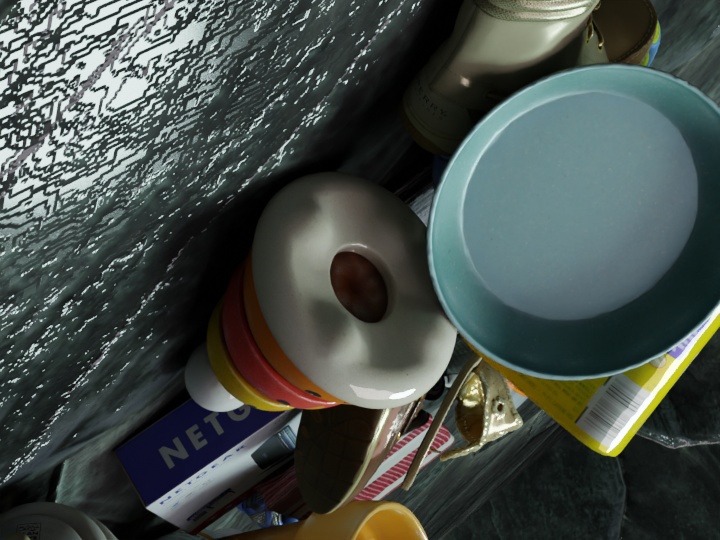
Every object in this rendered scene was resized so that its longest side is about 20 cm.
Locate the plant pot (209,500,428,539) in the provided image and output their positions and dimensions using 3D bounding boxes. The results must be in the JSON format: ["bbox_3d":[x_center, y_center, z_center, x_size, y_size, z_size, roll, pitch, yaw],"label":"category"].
[{"bbox_3d":[-0.056,0.286,1.117,0.181,0.203,0.200,-4,-177,27],"label":"plant pot"}]

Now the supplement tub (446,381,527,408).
[{"bbox_3d":[0.160,0.039,1.338,0.200,0.123,0.122,-46,164,12],"label":"supplement tub"}]

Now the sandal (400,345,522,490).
[{"bbox_3d":[0.107,0.102,1.144,0.213,0.069,0.078,-61,176,-33],"label":"sandal"}]

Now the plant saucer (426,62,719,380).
[{"bbox_3d":[0.134,-0.031,0.824,0.200,0.199,0.036,-46,-157,15],"label":"plant saucer"}]

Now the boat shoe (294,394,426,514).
[{"bbox_3d":[0.014,0.089,0.952,0.067,0.072,0.202,-3,131,-38],"label":"boat shoe"}]

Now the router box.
[{"bbox_3d":[-0.075,0.117,1.057,0.199,0.049,0.180,-34,164,-5],"label":"router box"}]

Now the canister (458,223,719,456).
[{"bbox_3d":[0.174,0.001,0.913,0.201,0.148,0.086,-54,164,12],"label":"canister"}]

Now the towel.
[{"bbox_3d":[0.003,0.164,1.182,0.143,0.023,0.200,-37,158,4],"label":"towel"}]

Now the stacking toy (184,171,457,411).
[{"bbox_3d":[-0.046,0.042,0.873,0.145,0.147,0.199,-27,175,-43],"label":"stacking toy"}]

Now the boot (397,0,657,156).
[{"bbox_3d":[0.123,-0.157,0.808,0.198,0.073,0.156,-24,158,-29],"label":"boot"}]

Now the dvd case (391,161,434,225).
[{"bbox_3d":[0.000,0.000,1.028,0.148,0.016,0.201,-37,165,-21],"label":"dvd case"}]

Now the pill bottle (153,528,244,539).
[{"bbox_3d":[-0.165,0.291,1.225,0.111,0.111,0.199,-48,164,21],"label":"pill bottle"}]

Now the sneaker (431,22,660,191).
[{"bbox_3d":[0.120,-0.120,0.940,0.199,0.071,0.083,-42,-175,-10],"label":"sneaker"}]

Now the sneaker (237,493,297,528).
[{"bbox_3d":[-0.040,0.163,1.256,0.200,0.079,0.075,-50,164,26],"label":"sneaker"}]

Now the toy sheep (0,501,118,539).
[{"bbox_3d":[-0.203,0.218,0.898,0.137,0.138,0.201,-35,158,-25],"label":"toy sheep"}]

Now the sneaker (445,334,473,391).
[{"bbox_3d":[0.123,0.051,1.252,0.197,0.092,0.066,-11,-176,5],"label":"sneaker"}]

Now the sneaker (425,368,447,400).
[{"bbox_3d":[0.049,0.057,1.104,0.074,0.088,0.200,-37,175,-11],"label":"sneaker"}]
